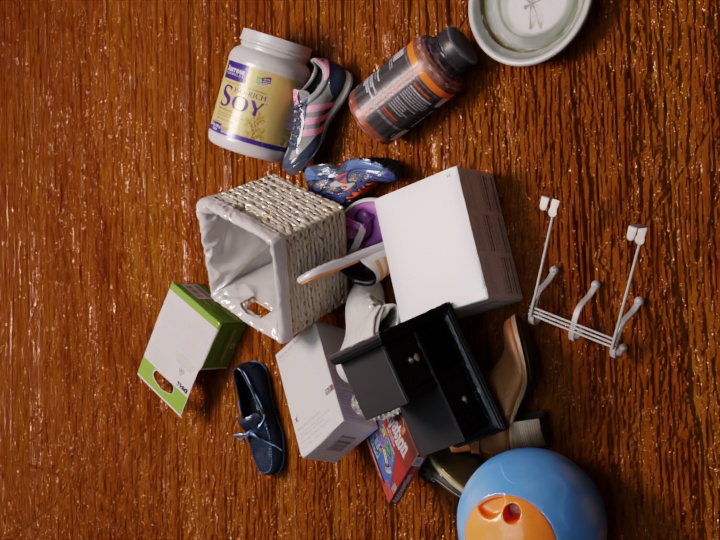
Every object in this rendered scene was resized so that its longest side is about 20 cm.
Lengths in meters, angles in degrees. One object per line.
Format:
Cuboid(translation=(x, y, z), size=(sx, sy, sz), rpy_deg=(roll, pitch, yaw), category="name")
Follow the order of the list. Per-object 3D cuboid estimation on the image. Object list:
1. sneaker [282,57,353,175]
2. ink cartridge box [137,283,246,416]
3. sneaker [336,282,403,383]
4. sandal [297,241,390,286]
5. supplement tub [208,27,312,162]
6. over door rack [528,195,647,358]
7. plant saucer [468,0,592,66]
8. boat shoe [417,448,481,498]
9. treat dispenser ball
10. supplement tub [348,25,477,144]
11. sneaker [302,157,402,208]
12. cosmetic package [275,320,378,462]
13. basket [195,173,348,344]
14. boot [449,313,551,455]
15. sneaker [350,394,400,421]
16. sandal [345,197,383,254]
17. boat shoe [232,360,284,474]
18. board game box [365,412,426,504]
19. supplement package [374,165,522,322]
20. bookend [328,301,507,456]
Cuboid(translation=(-0.093, -0.260, 1.647), size=(0.070, 0.082, 0.201), rpy_deg=(26, 89, 56), category="sneaker")
Cuboid(translation=(-0.315, 0.144, 1.827), size=(0.148, 0.076, 0.201), rpy_deg=(36, 110, 32), category="ink cartridge box")
Cuboid(translation=(0.030, 0.071, 1.523), size=(0.116, 0.074, 0.200), rpy_deg=(-40, 29, 40), category="sneaker")
Cuboid(translation=(-0.004, 0.002, 1.538), size=(0.079, 0.206, 0.059), rpy_deg=(-22, 90, 60), category="sandal")
Cuboid(translation=(-0.168, -0.299, 1.691), size=(0.145, 0.145, 0.201), rpy_deg=(24, 103, 35), category="supplement tub")
Cuboid(translation=(0.314, 0.004, 1.356), size=(0.147, 0.067, 0.201), rpy_deg=(22, 122, 35), category="over door rack")
Cuboid(translation=(0.254, -0.394, 1.439), size=(0.200, 0.050, 0.201), rpy_deg=(-1, 88, 37), category="plant saucer")
Cuboid(translation=(0.118, 0.291, 1.499), size=(0.200, 0.073, 0.065), rpy_deg=(42, 128, 49), category="boat shoe")
Cuboid(translation=(0.230, 0.340, 1.331), size=(0.200, 0.201, 0.202), rpy_deg=(-2, 87, 37), category="treat dispenser ball")
Cuboid(translation=(0.084, -0.289, 1.527), size=(0.200, 0.107, 0.107), rpy_deg=(-34, 69, 31), category="supplement tub")
Cuboid(translation=(-0.009, -0.143, 1.621), size=(0.200, 0.075, 0.079), rpy_deg=(-4, 95, 45), category="sneaker")
Cuboid(translation=(-0.057, 0.194, 1.596), size=(0.113, 0.081, 0.200), rpy_deg=(-45, 48, 27), category="cosmetic package")
Cuboid(translation=(-0.138, -0.029, 1.599), size=(0.198, 0.161, 0.201), rpy_deg=(28, 135, 38), category="basket")
Cuboid(translation=(0.184, 0.170, 1.439), size=(0.154, 0.074, 0.201), rpy_deg=(-10, 83, 27), category="boot")
Cuboid(translation=(0.071, 0.152, 1.512), size=(0.200, 0.100, 0.070), rpy_deg=(-38, 97, 2), category="sneaker")
Cuboid(translation=(-0.023, -0.059, 1.616), size=(0.202, 0.050, 0.083), rpy_deg=(-18, 109, 41), category="sandal")
Cuboid(translation=(-0.191, 0.261, 1.732), size=(0.084, 0.069, 0.201), rpy_deg=(-28, 72, 33), category="boat shoe")
Cuboid(translation=(0.045, 0.250, 1.522), size=(0.103, 0.019, 0.200), rpy_deg=(-62, 28, 25), category="board game box")
Cuboid(translation=(0.130, -0.032, 1.479), size=(0.155, 0.111, 0.201), rpy_deg=(-20, 76, 34), category="supplement package")
Cuboid(translation=(0.082, 0.166, 1.343), size=(0.092, 0.200, 0.199), rpy_deg=(-27, 84, 34), category="bookend")
